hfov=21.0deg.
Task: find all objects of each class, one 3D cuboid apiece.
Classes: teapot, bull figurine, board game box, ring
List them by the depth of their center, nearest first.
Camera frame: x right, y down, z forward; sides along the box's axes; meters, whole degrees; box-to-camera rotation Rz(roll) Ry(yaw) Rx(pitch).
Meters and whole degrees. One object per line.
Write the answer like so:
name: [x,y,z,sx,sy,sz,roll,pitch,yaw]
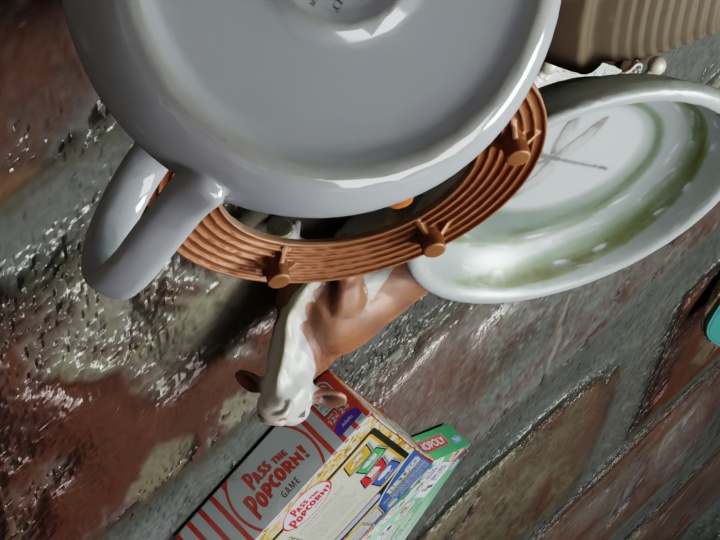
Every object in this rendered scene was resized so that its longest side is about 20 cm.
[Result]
teapot: [-0.029,-0.110,0.727,0.198,0.200,0.146,-17,-172,-18]
ring: [-0.005,-0.045,0.935,0.198,0.019,0.201,-10,149,-6]
bull figurine: [0.000,0.000,1.104,0.200,0.065,0.122,-43,154,-27]
board game box: [-0.033,0.158,1.355,0.152,0.046,0.200,-47,160,-2]
board game box: [-0.003,0.216,1.551,0.134,0.029,0.201,-13,140,-56]

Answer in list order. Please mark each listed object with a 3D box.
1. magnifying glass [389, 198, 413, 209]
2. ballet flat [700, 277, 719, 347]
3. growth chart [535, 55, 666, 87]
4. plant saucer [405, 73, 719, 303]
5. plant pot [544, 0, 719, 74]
magnifying glass: [0.034,-0.112,0.816,0.022,0.080,0.201,-7,133,-25]
ballet flat: [0.401,-0.013,1.933,0.201,0.070,0.065,-55,-174,26]
growth chart: [0.118,-0.085,1.264,0.145,0.018,0.199,-55,158,21]
plant saucer: [0.112,-0.054,1.055,0.198,0.051,0.201,-15,153,-8]
plant pot: [0.167,-0.185,0.979,0.202,0.092,0.202,-61,166,-27]
